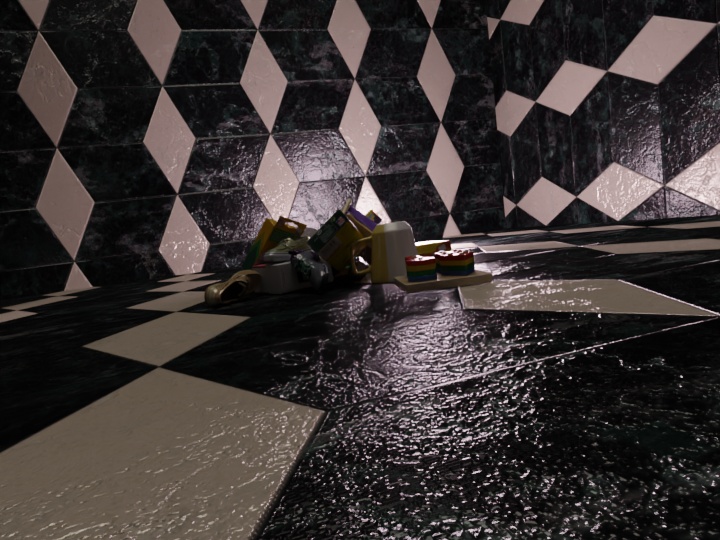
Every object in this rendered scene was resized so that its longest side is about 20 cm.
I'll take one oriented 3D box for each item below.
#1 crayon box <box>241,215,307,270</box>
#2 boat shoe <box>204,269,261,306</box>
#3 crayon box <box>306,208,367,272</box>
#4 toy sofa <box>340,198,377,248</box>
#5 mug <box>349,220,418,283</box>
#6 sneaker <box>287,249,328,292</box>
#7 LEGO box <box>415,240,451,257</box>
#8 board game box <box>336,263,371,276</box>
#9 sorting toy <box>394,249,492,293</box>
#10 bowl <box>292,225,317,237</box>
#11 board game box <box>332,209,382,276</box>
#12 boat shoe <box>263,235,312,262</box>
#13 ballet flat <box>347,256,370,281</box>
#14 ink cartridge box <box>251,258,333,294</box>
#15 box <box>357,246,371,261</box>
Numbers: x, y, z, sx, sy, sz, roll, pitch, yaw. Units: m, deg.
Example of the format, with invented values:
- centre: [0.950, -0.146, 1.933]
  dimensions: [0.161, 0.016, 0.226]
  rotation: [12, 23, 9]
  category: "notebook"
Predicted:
- centre: [-0.259, -0.075, 1.586]
  dimensions: [0.051, 0.203, 0.124]
  rotation: [39, 15, 34]
  category: "crayon box"
- centre: [-0.328, 0.051, 1.417]
  dimensions: [0.063, 0.073, 0.199]
  rotation: [1, 19, 31]
  category: "boat shoe"
- centre: [-0.059, -0.077, 1.468]
  dimensions: [0.127, 0.051, 0.200]
  rotation: [-45, -23, 0]
  category: "crayon box"
- centre: [0.025, -0.126, 1.580]
  dimensions: [0.197, 0.084, 0.097]
  rotation: [33, -36, -13]
  category: "toy sofa"
- centre: [0.077, -0.051, 1.443]
  dimensions: [0.182, 0.158, 0.148]
  rotation: [-10, 6, -28]
  category: "mug"
- centre: [-0.144, -0.001, 1.396]
  dimensions: [0.085, 0.076, 0.200]
  rotation: [14, 14, -22]
  category: "sneaker"
- centre: [0.174, -0.045, 1.686]
  dimensions: [0.195, 0.080, 0.148]
  rotation: [-9, 6, -21]
  category: "LEGO box"
- centre: [-0.039, -0.003, 1.825]
  dimensions: [0.196, 0.031, 0.095]
  rotation: [-13, 7, -34]
  category: "board game box"
- centre: [0.185, -0.005, 1.240]
  dimensions: [0.194, 0.072, 0.199]
  rotation: [-7, 5, -4]
  category: "sorting toy"
- centre: [-0.160, -0.071, 1.862]
  dimensions: [0.198, 0.076, 0.199]
  rotation: [39, 17, 20]
  category: "bowl"
- centre: [-0.029, -0.084, 1.692]
  dimensions: [0.165, 0.057, 0.201]
  rotation: [-39, 12, 52]
  category: "board game box"
- centre: [-0.214, -0.063, 1.539]
  dimensions: [0.070, 0.064, 0.199]
  rotation: [-4, 6, 30]
  category: "boat shoe"
- centre: [0.000, 0.000, 1.590]
  dimensions: [0.070, 0.074, 0.200]
  rotation: [-7, 5, 3]
  category: "ballet flat"
- centre: [-0.198, 0.011, 1.551]
  dimensions: [0.197, 0.086, 0.143]
  rotation: [-13, 7, -44]
  category: "ink cartridge box"
- centre: [0.046, -0.062, 1.901]
  dimensions: [0.098, 0.077, 0.197]
  rotation: [0, -1, 41]
  category: "box"
